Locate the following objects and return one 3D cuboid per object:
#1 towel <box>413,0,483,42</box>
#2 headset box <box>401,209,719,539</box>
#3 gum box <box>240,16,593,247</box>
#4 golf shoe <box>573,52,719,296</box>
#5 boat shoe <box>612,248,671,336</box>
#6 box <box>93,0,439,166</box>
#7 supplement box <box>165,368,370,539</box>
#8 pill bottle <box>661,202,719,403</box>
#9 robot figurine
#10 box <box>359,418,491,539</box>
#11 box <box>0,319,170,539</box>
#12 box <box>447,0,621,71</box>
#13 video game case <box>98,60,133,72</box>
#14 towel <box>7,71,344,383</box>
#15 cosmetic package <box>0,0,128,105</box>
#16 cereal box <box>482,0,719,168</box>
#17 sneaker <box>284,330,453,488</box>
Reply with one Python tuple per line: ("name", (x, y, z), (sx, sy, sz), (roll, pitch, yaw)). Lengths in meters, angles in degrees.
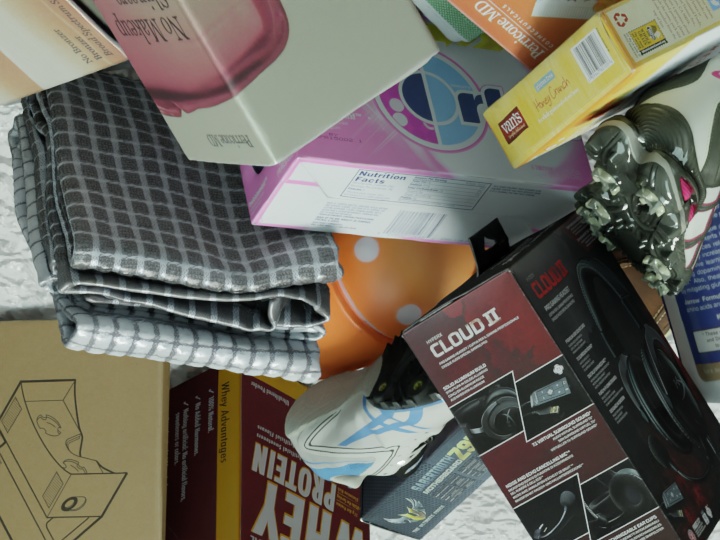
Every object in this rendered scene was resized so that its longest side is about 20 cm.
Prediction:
("towel", (0.093, -0.212, 1.329), (0.200, 0.031, 0.149), (-30, 134, 22))
("headset box", (0.115, 0.064, 1.354), (0.077, 0.149, 0.200), (-31, 91, 24))
("gum box", (0.021, -0.081, 1.403), (0.200, 0.114, 0.066), (5, 144, -27))
("golf shoe", (0.166, -0.047, 1.310), (0.077, 0.088, 0.200), (44, 170, 10))
("boat shoe", (0.141, 0.041, 1.576), (0.075, 0.075, 0.202), (41, 149, -1))
("box", (-0.073, -0.163, 1.245), (0.200, 0.109, 0.128), (60, 162, -15))
("supplement box", (-0.109, 0.198, 1.726), (0.200, 0.198, 0.133), (-27, 138, 32))
("pill bottle", (0.214, -0.034, 1.422), (0.111, 0.200, 0.111), (-17, -177, 1))
("robot figurine", (-0.001, -0.001, 1.523), (0.117, 0.144, 0.200), (15, 157, -37))
("box", (0.068, 0.054, 1.574), (0.051, 0.158, 0.200), (19, 139, -21))
("box", (-0.207, 0.130, 1.652), (0.163, 0.200, 0.021), (-2, 164, 9))
("box", (0.119, -0.212, 1.239), (0.200, 0.098, 0.124), (-33, 133, 26))
("video game case", (-0.100, -0.172, 1.407), (0.200, 0.018, 0.143), (-6, 142, 10))
("towel", (-0.106, -0.034, 1.421), (0.165, 0.200, 0.086), (10, 124, -24))
("cosmetic package", (-0.217, -0.148, 1.360), (0.200, 0.087, 0.103), (-16, 136, 36))
("cereal box", (0.174, -0.127, 1.287), (0.200, 0.040, 0.144), (-27, 173, -26))
("sneaker", (0.025, 0.082, 1.456), (0.072, 0.072, 0.200), (41, 152, -12))
